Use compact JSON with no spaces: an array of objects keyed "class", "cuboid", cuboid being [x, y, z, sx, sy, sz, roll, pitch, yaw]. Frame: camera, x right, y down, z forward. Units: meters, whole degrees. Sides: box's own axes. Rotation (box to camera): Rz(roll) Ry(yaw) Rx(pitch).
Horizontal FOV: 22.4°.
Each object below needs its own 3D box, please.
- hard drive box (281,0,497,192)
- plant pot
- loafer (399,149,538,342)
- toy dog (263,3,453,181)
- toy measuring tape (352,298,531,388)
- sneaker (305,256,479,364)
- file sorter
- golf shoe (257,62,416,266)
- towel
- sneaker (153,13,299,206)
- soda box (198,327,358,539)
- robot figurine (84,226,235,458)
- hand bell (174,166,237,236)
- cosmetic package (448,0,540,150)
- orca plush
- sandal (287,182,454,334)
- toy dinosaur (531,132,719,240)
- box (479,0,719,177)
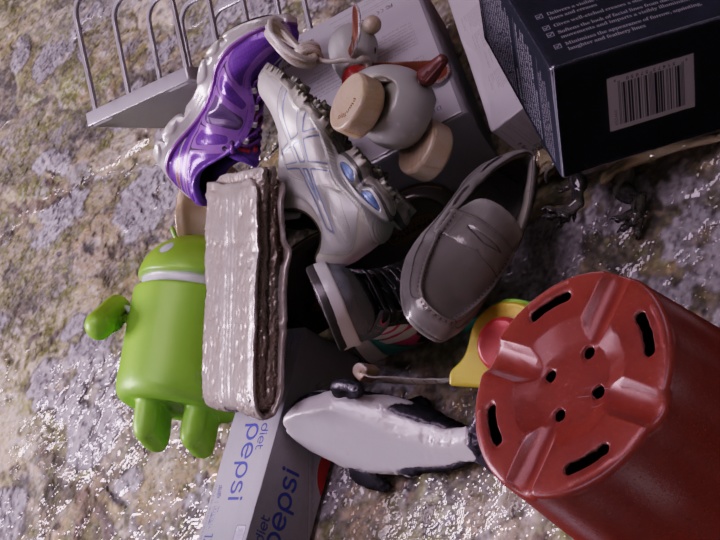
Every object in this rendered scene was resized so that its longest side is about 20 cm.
[{"class":"hard drive box","cuboid":[0.016,-0.141,1.579,0.155,0.077,0.201,-27,44,12]},{"class":"plant pot","cuboid":[0.188,0.108,1.153,0.200,0.195,0.202,-26,48,33]},{"class":"loafer","cuboid":[0.085,-0.025,1.371,0.070,0.070,0.201,-47,11,42]},{"class":"toy dog","cuboid":[0.022,-0.164,1.463,0.096,0.131,0.200,-51,50,19]},{"class":"toy measuring tape","cuboid":[0.086,0.055,1.382,0.199,0.074,0.074,1,64,31]},{"class":"sneaker","cuboid":[0.035,0.017,1.412,0.120,0.200,0.084,-25,77,7]},{"class":"file sorter","cuboid":[-0.149,-0.212,1.710,0.138,0.199,0.126,-18,81,39]},{"class":"golf shoe","cuboid":[-0.046,-0.085,1.470,0.097,0.078,0.200,-43,54,10]},{"class":"towel","cuboid":[-0.094,0.017,1.482,0.132,0.034,0.202,179,93,-67]},{"class":"sneaker","cuboid":[-0.102,-0.139,1.592,0.084,0.080,0.200,51,127,25]},{"class":"soda box","cuboid":[-0.067,0.152,1.501,0.063,0.068,0.201,-9,58,46]},{"class":"robot figurine","cuboid":[-0.150,0.060,1.605,0.174,0.116,0.202,7,74,9]},{"class":"hand bell","cuboid":[-0.058,-0.048,1.638,0.199,0.104,0.105,4,66,34]},{"class":"cosmetic package","cuboid":[0.133,-0.196,1.541,0.082,0.051,0.201,-38,42,25]},{"class":"orca plush","cuboid":[0.034,0.110,1.422,0.199,0.106,0.071,-15,23,44]},{"class":"sandal","cuboid":[0.000,0.000,1.517,0.199,0.082,0.055,-29,29,15]},{"class":"toy dinosaur","cuboid":[0.191,-0.072,1.400,0.199,0.047,0.089,-2,56,43]},{"class":"box","cuboid":[0.184,-0.186,1.383,0.147,0.108,0.201,-16,43,-4]}]
